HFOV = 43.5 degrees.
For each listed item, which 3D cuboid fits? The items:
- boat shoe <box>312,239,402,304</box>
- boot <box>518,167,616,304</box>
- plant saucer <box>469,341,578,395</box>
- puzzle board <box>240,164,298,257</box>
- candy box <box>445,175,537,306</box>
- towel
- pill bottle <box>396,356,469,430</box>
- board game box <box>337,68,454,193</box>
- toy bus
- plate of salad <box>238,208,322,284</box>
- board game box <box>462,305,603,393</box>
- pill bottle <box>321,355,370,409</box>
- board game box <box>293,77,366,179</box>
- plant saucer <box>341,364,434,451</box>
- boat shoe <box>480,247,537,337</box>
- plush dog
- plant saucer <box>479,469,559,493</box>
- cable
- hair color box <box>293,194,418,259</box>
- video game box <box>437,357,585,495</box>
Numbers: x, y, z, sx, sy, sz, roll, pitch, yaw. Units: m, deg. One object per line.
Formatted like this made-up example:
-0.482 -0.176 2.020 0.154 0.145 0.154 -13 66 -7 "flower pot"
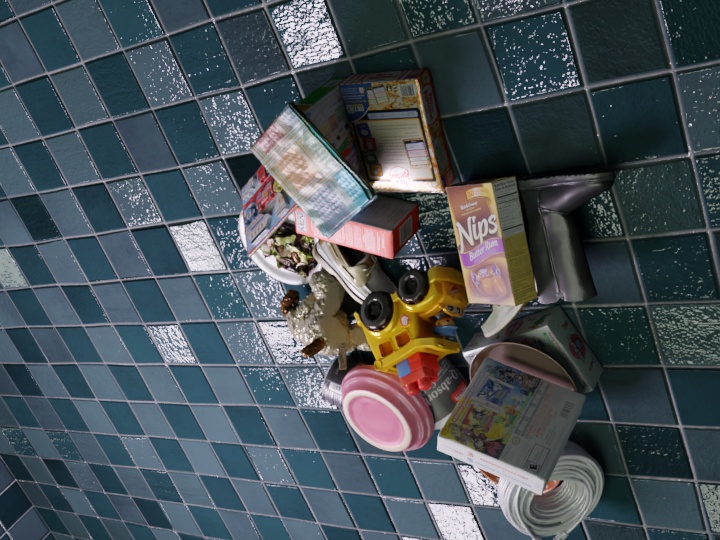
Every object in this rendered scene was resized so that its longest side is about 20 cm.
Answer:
0.000 0.000 1.681 0.200 0.075 0.068 37 137 3 "boat shoe"
0.329 -0.050 1.379 0.165 0.066 0.201 -2 101 49 "boot"
0.287 0.198 1.570 0.200 0.032 0.201 19 131 23 "plant saucer"
-0.173 -0.136 1.668 0.017 0.151 0.200 9 148 -31 "puzzle board"
0.209 -0.047 1.450 0.117 0.056 0.201 1 105 57 "candy box"
-0.079 -0.155 1.439 0.200 0.022 0.147 48 137 -4 "towel"
0.144 0.229 1.723 0.200 0.116 0.116 49 136 -8 "pill bottle"
0.060 -0.225 1.487 0.151 0.046 0.200 4 124 33 "board game box"
0.108 0.112 1.573 0.200 0.136 0.192 -34 57 30 "toy bus"
-0.163 -0.051 1.777 0.200 0.048 0.200 18 130 23 "plate of salad"
0.302 0.161 1.598 0.200 0.064 0.148 -24 107 45 "board game box"
0.031 0.252 1.828 0.200 0.106 0.106 20 132 21 "pill bottle"
-0.047 -0.199 1.507 0.040 0.153 0.200 3 123 35 "board game box"
0.042 0.272 1.714 0.200 0.051 0.201 23 136 24 "plant saucer"
0.256 0.034 1.533 0.069 0.071 0.200 39 127 5 "boat shoe"
-0.081 0.114 1.782 0.200 0.160 0.172 49 159 -15 "plush dog"
0.303 0.355 1.766 0.200 0.032 0.201 18 131 22 "plant saucer"
0.355 0.405 1.678 0.200 0.069 0.200 -42 120 10 "cable"
-0.008 -0.092 1.598 0.200 0.102 0.061 17 130 26 "hair color box"
0.247 0.248 1.471 0.182 0.200 0.047 22 135 20 "video game box"
